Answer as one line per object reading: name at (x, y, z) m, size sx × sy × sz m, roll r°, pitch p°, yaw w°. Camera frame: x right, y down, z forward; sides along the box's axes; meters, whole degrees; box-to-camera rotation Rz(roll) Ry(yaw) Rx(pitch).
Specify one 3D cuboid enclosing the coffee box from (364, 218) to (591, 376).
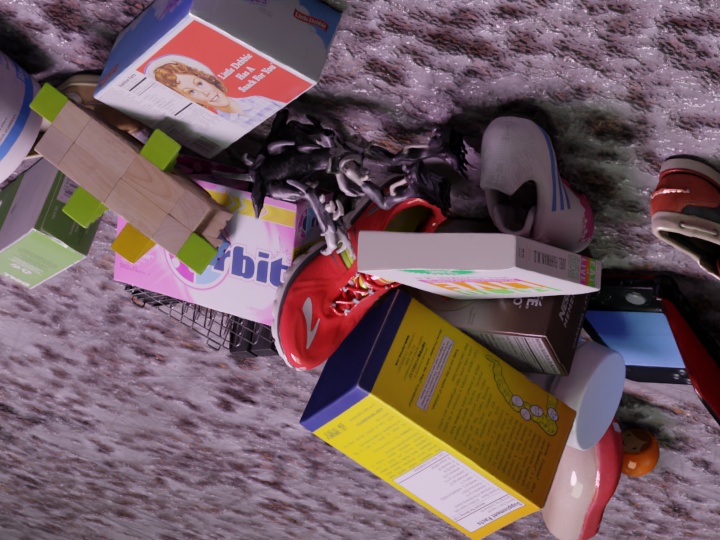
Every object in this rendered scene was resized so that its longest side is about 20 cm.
coffee box at (0.097, 0.020, 1.696) m, size 0.199 × 0.115 × 0.080 m, roll 4°, pitch 151°, yaw 26°

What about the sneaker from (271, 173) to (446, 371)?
sneaker at (0.000, 0.000, 1.610) m, size 0.077 × 0.200 × 0.085 m, roll 40°, pitch 172°, yaw -29°

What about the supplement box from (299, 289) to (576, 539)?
supplement box at (0.068, 0.128, 1.651) m, size 0.200 × 0.110 × 0.109 m, roll 35°, pitch 144°, yaw -14°

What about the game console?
game console at (0.275, 0.100, 1.739) m, size 0.172 × 0.119 × 0.200 m, roll 1°, pitch 151°, yaw 32°

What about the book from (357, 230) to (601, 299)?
book at (0.100, -0.008, 1.531) m, size 0.133 × 0.048 × 0.200 m, roll 1°, pitch 175°, yaw 27°

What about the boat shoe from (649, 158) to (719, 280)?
boat shoe at (0.301, -0.016, 1.539) m, size 0.071 × 0.063 × 0.200 m, roll -9°, pitch 146°, yaw 43°

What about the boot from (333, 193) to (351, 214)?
boot at (-0.096, -0.033, 1.769) m, size 0.153 × 0.074 × 0.204 m, roll 22°, pitch 155°, yaw -3°

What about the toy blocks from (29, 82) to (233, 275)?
toy blocks at (-0.181, -0.071, 1.600) m, size 0.200 × 0.100 × 0.137 m, roll 37°, pitch -176°, yaw 10°

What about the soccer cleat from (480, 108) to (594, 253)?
soccer cleat at (0.137, -0.050, 1.548) m, size 0.070 × 0.087 × 0.200 m, roll 5°, pitch 154°, yaw 26°

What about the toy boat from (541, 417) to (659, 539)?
toy boat at (0.252, 0.200, 2.007) m, size 0.130 × 0.131 × 0.200 m, roll -14°, pitch 156°, yaw -5°

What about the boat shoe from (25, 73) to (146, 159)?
boat shoe at (-0.261, -0.128, 1.684) m, size 0.200 × 0.063 × 0.073 m, roll 1°, pitch 151°, yaw 34°

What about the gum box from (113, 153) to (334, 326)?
gum box at (-0.129, -0.031, 1.697) m, size 0.199 × 0.114 × 0.066 m, roll 15°, pitch -160°, yaw 27°

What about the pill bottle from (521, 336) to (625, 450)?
pill bottle at (0.137, 0.089, 1.769) m, size 0.199 × 0.114 × 0.114 m, roll 20°, pitch 160°, yaw 29°

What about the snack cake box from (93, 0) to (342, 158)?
snack cake box at (-0.116, -0.167, 1.493) m, size 0.115 × 0.067 × 0.200 m, roll 29°, pitch 154°, yaw -21°

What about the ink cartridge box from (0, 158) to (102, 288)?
ink cartridge box at (-0.309, -0.047, 1.843) m, size 0.059 × 0.104 × 0.200 m, roll 28°, pitch 154°, yaw -22°

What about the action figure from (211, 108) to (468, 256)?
action figure at (-0.017, -0.072, 1.572) m, size 0.199 × 0.119 × 0.102 m, roll 1°, pitch 138°, yaw 19°

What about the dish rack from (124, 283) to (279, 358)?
dish rack at (-0.135, 0.034, 1.947) m, size 0.153 × 0.055 × 0.200 m, roll -9°, pitch 150°, yaw 44°

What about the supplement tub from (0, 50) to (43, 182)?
supplement tub at (-0.377, -0.162, 1.607) m, size 0.132 × 0.132 × 0.200 m, roll -3°, pitch 149°, yaw 38°
